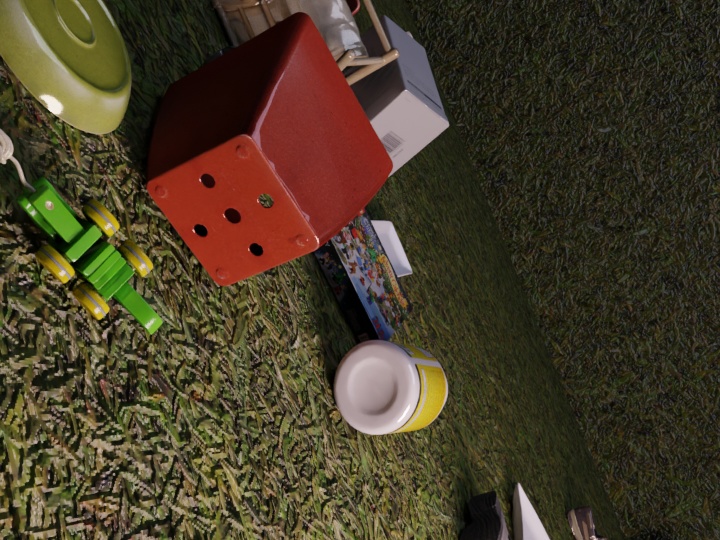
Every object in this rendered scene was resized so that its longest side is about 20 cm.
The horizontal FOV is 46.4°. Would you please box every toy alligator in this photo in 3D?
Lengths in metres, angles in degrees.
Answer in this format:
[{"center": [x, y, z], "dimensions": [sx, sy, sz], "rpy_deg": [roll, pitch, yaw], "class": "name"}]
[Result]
[{"center": [-0.220, -0.029, 0.628], "dimensions": [0.054, 0.059, 0.201], "rpy_deg": [15, -34, 53], "class": "toy alligator"}]

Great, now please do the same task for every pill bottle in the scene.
[{"center": [0.050, 0.154, 1.101], "dimensions": [0.199, 0.111, 0.115], "rpy_deg": [21, 46, -67], "class": "pill bottle"}]

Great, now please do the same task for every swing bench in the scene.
[{"center": [-0.083, -0.348, 1.209], "dimensions": [0.129, 0.198, 0.203], "rpy_deg": [-21, 86, -52], "class": "swing bench"}]

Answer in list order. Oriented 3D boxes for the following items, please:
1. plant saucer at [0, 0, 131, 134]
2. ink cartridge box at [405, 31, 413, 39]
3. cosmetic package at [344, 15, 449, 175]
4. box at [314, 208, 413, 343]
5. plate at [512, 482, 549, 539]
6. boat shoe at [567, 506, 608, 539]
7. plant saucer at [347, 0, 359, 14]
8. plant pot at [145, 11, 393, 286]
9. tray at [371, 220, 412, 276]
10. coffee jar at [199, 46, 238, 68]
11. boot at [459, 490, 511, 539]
[{"center": [-0.271, -0.224, 0.769], "dimensions": [0.202, 0.031, 0.202], "rpy_deg": [57, 19, -30], "class": "plant saucer"}, {"center": [0.040, -0.362, 1.635], "dimensions": [0.130, 0.197, 0.125], "rpy_deg": [61, 17, -11], "class": "ink cartridge box"}, {"center": [0.026, -0.287, 1.453], "dimensions": [0.122, 0.198, 0.203], "rpy_deg": [27, 37, -38], "class": "cosmetic package"}, {"center": [0.000, 0.000, 1.240], "dimensions": [0.203, 0.037, 0.136], "rpy_deg": [64, 30, -9], "class": "box"}, {"center": [0.333, 0.541, 1.589], "dimensions": [0.202, 0.032, 0.200], "rpy_deg": [60, 17, -19], "class": "plate"}, {"center": [0.583, 0.687, 2.092], "dimensions": [0.204, 0.072, 0.074], "rpy_deg": [69, 17, 11], "class": "boat shoe"}, {"center": [-0.092, -0.431, 1.317], "dimensions": [0.036, 0.198, 0.204], "rpy_deg": [5, 60, -52], "class": "plant saucer"}, {"center": [-0.105, -0.105, 0.867], "dimensions": [0.202, 0.197, 0.178], "rpy_deg": [56, 29, -26], "class": "plant pot"}, {"center": [0.043, -0.036, 1.503], "dimensions": [0.109, 0.022, 0.200], "rpy_deg": [66, 16, 4], "class": "tray"}, {"center": [-0.125, -0.195, 1.086], "dimensions": [0.199, 0.084, 0.106], "rpy_deg": [33, 33, -60], "class": "coffee jar"}, {"center": [0.210, 0.441, 1.290], "dimensions": [0.134, 0.068, 0.200], "rpy_deg": [69, 20, -8], "class": "boot"}]
